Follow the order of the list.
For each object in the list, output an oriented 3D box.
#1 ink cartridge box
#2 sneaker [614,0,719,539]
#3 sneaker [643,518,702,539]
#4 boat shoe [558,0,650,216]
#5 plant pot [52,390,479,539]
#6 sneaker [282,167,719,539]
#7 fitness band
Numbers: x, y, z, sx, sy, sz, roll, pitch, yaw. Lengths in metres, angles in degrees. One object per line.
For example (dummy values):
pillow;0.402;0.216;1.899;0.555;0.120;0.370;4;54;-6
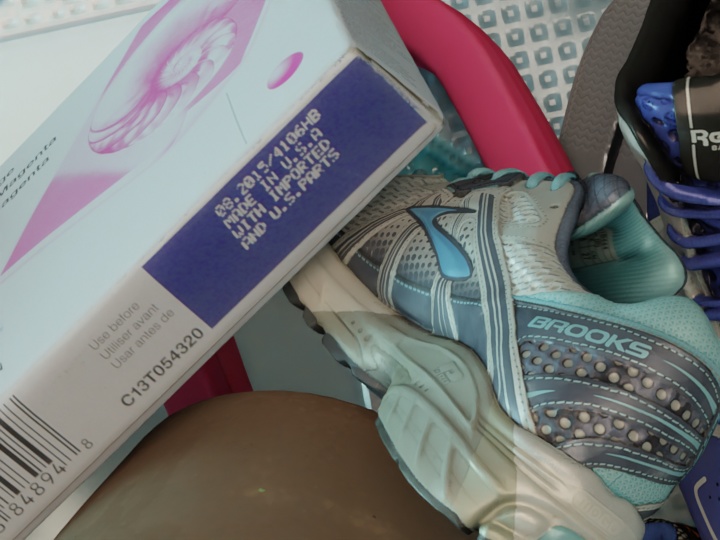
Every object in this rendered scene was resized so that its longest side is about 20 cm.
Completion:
ink cartridge box;-0.074;-0.020;0.833;0.196;0.200;0.043;-45;115;10
sneaker;0.104;-0.013;0.772;0.080;0.115;0.200;-4;90;17
sneaker;0.040;0.143;0.851;0.200;0.078;0.075;-43;39;-3
boat shoe;0.082;0.012;0.877;0.072;0.062;0.200;25;95;49
plant pot;-0.034;0.128;0.754;0.200;0.200;0.175;8;45;10
sneaker;0.042;0.010;0.752;0.086;0.200;0.078;-45;122;5
fitness band;0.000;0.000;0.871;0.144;0.037;0.200;-37;54;17
